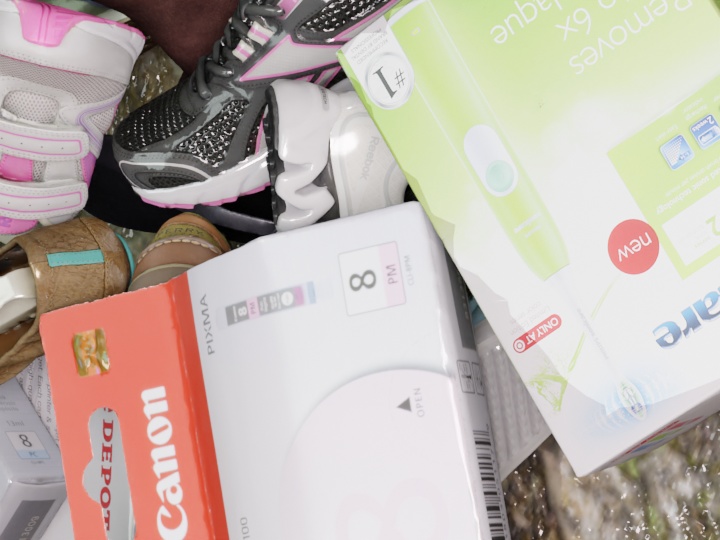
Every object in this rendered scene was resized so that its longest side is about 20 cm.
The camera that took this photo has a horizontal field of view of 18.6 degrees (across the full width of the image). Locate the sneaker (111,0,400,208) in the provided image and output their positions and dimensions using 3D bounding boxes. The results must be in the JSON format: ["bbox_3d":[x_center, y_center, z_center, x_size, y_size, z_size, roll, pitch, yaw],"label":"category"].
[{"bbox_3d":[-0.032,-0.109,1.009,0.199,0.086,0.080,-30,37,5],"label":"sneaker"}]

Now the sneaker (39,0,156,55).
[{"bbox_3d":[-0.125,-0.172,1.166,0.200,0.067,0.090,-29,76,31],"label":"sneaker"}]

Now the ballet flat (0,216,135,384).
[{"bbox_3d":[-0.192,0.033,1.036,0.200,0.072,0.068,-28,73,36],"label":"ballet flat"}]

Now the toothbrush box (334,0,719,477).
[{"bbox_3d":[0.107,-0.043,0.871,0.145,0.086,0.201,-34,78,24],"label":"toothbrush box"}]

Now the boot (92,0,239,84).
[{"bbox_3d":[-0.088,-0.128,1.061,0.200,0.166,0.072,-53,52,26],"label":"boot"}]

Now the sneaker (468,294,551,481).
[{"bbox_3d":[0.027,0.077,0.998,0.200,0.074,0.082,-40,17,25],"label":"sneaker"}]

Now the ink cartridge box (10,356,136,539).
[{"bbox_3d":[-0.148,0.072,1.155,0.199,0.083,0.148,2,88,45],"label":"ink cartridge box"}]

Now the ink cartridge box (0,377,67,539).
[{"bbox_3d":[-0.242,0.096,1.156,0.200,0.047,0.160,52,122,32],"label":"ink cartridge box"}]

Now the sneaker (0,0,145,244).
[{"bbox_3d":[-0.150,-0.063,1.014,0.200,0.081,0.089,119,164,-71],"label":"sneaker"}]

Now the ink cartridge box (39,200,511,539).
[{"bbox_3d":[-0.044,0.072,0.916,0.199,0.057,0.164,-13,81,15],"label":"ink cartridge box"}]

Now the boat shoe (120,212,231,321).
[{"bbox_3d":[-0.059,0.064,1.047,0.071,0.068,0.201,-3,127,9],"label":"boat shoe"}]

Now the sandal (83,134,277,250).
[{"bbox_3d":[-0.070,-0.028,1.083,0.199,0.076,0.043,3,54,38],"label":"sandal"}]

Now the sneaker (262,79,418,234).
[{"bbox_3d":[0.000,0.000,0.997,0.075,0.081,0.201,-102,8,-45],"label":"sneaker"}]
